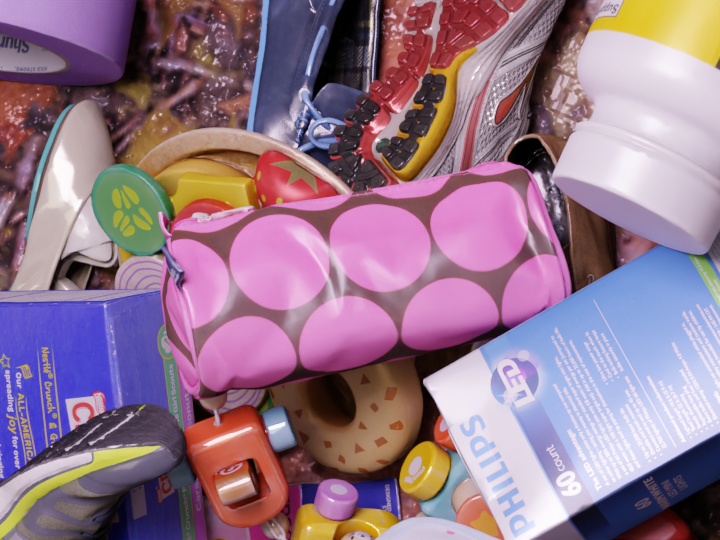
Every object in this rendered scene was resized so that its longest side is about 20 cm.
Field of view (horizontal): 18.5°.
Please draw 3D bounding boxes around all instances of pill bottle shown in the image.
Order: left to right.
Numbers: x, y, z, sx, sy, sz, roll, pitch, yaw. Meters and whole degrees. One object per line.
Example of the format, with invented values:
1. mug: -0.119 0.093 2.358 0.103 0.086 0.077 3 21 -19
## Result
1. pill bottle: 0.169 -0.114 1.039 0.111 0.111 0.201 24 85 25

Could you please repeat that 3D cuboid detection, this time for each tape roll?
1. tape roll: -0.229 -0.161 1.268 0.199 0.200 0.066 7 83 24

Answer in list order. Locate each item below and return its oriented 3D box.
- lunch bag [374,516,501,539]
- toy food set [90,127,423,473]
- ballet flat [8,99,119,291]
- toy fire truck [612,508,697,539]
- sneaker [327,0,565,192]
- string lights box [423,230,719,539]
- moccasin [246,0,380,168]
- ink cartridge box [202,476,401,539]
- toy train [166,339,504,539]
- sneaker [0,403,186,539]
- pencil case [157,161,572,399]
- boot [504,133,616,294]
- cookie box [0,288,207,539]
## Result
1. lunch bag: 0.074 0.193 0.966 0.169 0.200 0.127 26 90 26
2. toy food set: -0.058 0.016 1.200 0.197 0.049 0.201 5 121 33
3. ballet flat: -0.170 0.003 1.293 0.069 0.069 0.201 22 96 25
4. toy fire truck: 0.180 0.160 1.091 0.176 0.129 0.200 38 85 24
5. sneaker: 0.060 -0.106 1.211 0.078 0.082 0.200 25 76 45
6. string lights box: 0.143 0.053 1.066 0.200 0.059 0.103 -30 62 6
7. moccasin: -0.020 -0.091 1.230 0.068 0.080 0.201 -8 79 34
8. ink cartridge box: -0.072 0.173 1.236 0.199 0.037 0.095 -9 78 20
9. toy train: 0.006 0.110 1.140 0.199 0.151 0.056 -17 33 -1
10. sneaker: -0.152 0.134 1.128 0.200 0.074 0.081 -34 93 35
11. pencil case: 0.000 0.000 1.097 0.199 0.091 0.094 -10 69 -9
12. boot: 0.111 0.023 1.160 0.073 0.075 0.201 -18 76 18
13. cookie box: -0.190 0.097 1.218 0.199 0.075 0.172 -1 98 30
